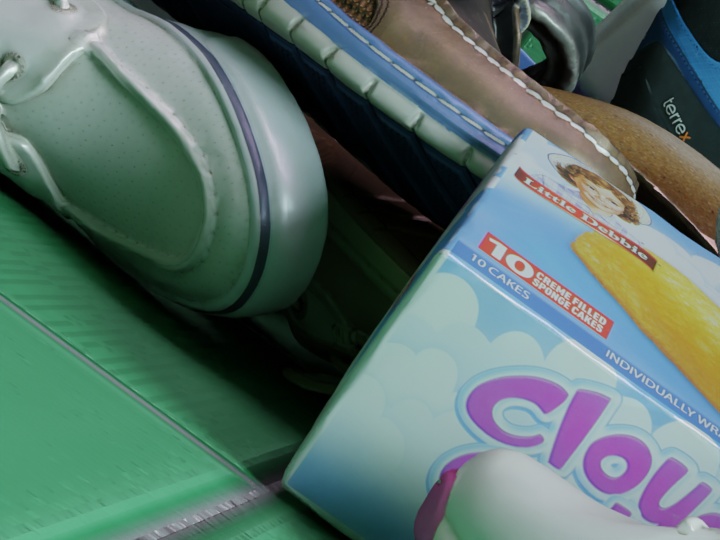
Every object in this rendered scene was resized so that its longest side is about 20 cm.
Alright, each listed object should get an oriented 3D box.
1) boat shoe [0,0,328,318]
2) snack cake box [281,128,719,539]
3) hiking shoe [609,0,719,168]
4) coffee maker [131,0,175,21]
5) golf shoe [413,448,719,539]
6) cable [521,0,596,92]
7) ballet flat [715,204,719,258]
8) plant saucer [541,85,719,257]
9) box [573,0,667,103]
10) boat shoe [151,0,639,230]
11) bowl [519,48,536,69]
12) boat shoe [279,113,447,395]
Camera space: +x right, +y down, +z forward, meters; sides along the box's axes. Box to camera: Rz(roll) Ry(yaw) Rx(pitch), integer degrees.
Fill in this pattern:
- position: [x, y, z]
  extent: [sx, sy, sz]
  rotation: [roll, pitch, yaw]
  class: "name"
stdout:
- position: [-0.085, -0.048, 0.776]
  extent: [0.070, 0.071, 0.200]
  rotation: [-4, 34, -38]
  class: "boat shoe"
- position: [0.091, 0.062, 0.649]
  extent: [0.200, 0.067, 0.115]
  rotation: [35, 21, 1]
  class: "snack cake box"
- position: [0.166, -0.023, 0.876]
  extent: [0.200, 0.087, 0.074]
  rotation: [24, 13, 3]
  class: "hiking shoe"
- position: [-0.137, -0.136, 1.029]
  extent: [0.192, 0.135, 0.200]
  rotation: [13, -14, 42]
  class: "coffee maker"
- position: [0.094, 0.077, 0.521]
  extent: [0.200, 0.092, 0.075]
  rotation: [36, 5, 36]
  class: "golf shoe"
- position: [0.006, -0.037, 0.917]
  extent: [0.200, 0.050, 0.097]
  rotation: [-8, -54, 54]
  class: "cable"
- position: [0.160, 0.046, 0.730]
  extent: [0.200, 0.069, 0.069]
  rotation: [48, -2, -23]
  class: "ballet flat"
- position: [0.086, 0.021, 0.851]
  extent: [0.200, 0.035, 0.200]
  rotation: [44, -22, 23]
  class: "plant saucer"
- position: [0.178, -0.078, 1.024]
  extent: [0.131, 0.200, 0.199]
  rotation: [49, 0, 2]
  class: "box"
- position: [0.006, -0.075, 0.766]
  extent: [0.200, 0.072, 0.072]
  rotation: [40, -10, 31]
  class: "boat shoe"
- position: [0.061, -0.030, 1.021]
  extent: [0.201, 0.039, 0.201]
  rotation: [48, 0, 0]
  class: "bowl"
- position: [0.000, 0.000, 0.822]
  extent: [0.073, 0.063, 0.200]
  rotation: [12, 16, -30]
  class: "boat shoe"
